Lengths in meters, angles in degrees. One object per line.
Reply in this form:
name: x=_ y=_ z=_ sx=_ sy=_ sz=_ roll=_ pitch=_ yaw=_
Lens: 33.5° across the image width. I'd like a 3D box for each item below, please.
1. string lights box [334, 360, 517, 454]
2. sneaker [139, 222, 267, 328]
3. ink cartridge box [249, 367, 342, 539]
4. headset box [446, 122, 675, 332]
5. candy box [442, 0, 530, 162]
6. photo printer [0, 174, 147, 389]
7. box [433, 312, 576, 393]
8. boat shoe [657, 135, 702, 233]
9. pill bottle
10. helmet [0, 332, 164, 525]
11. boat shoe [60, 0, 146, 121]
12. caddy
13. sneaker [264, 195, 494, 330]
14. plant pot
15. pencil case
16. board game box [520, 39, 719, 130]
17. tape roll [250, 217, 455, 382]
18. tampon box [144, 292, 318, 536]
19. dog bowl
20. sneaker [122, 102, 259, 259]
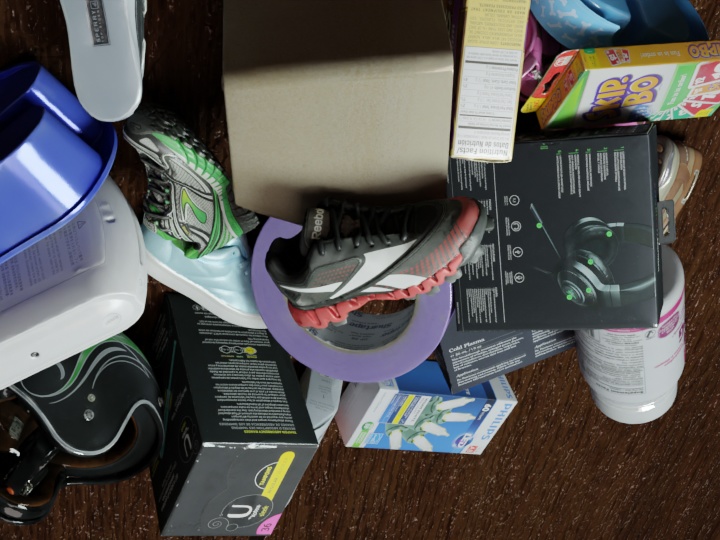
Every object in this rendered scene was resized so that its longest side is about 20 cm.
string lights box: x=0.079 y=0.164 z=1.449 sx=0.198 sy=0.059 sz=0.103 roll=8 pitch=129 yaw=-29
sneaker: x=-0.129 y=-0.006 z=1.179 sx=0.199 sy=0.074 sz=0.082 roll=26 pitch=125 yaw=-39
ink cartridge box: x=-0.071 y=0.220 z=1.341 sx=0.050 sy=0.201 sz=0.163 roll=18 pitch=127 yaw=-12
headset box: x=0.185 y=-0.040 z=1.093 sx=0.198 sy=0.093 sz=0.176 roll=-3 pitch=101 yaw=18
candy box: x=0.099 y=-0.201 z=0.985 sx=0.056 sy=0.117 sz=0.203 roll=4 pitch=107 yaw=-8
photo printer: x=-0.285 y=0.004 z=1.058 sx=0.198 sy=0.167 sz=0.070 roll=-26 pitch=145 yaw=3
box: x=0.160 y=0.011 z=1.293 sx=0.198 sy=0.105 sz=0.183 roll=-20 pitch=139 yaw=-3
boat shoe: x=0.313 y=-0.056 z=1.313 sx=0.071 sy=0.076 sz=0.201 roll=1 pitch=134 yaw=-26
pill bottle: x=0.279 y=0.065 z=1.237 sx=0.112 sy=0.114 sz=0.201 roll=-20 pitch=139 yaw=-2
helmet: x=-0.292 y=0.133 z=1.166 sx=0.201 sy=0.200 sz=0.191 roll=-53 pitch=172 yaw=30
boat shoe: x=-0.197 y=-0.222 z=0.936 sx=0.073 sy=0.068 sz=0.202 roll=-7 pitch=112 yaw=0
caddy: x=-0.296 y=-0.075 z=0.991 sx=0.199 sy=0.142 sz=0.105 roll=-29 pitch=134 yaw=9
sneaker: x=0.006 y=-0.019 z=0.952 sx=0.199 sy=0.071 sz=0.098 roll=-21 pitch=131 yaw=29
plant pot: x=-0.025 y=-0.149 z=1.001 sx=0.175 sy=0.201 sz=0.201 roll=-4 pitch=136 yaw=-3
pencil case: x=0.193 y=-0.173 z=1.126 sx=0.199 sy=0.094 sz=0.091 roll=20 pitch=106 yaw=-39
board game box: x=0.246 y=-0.164 z=1.052 sx=0.198 sy=0.030 sz=0.096 roll=-5 pitch=156 yaw=-18
tape roll: x=0.000 y=0.000 z=1.154 sx=0.197 sy=0.085 sz=0.202 roll=6 pitch=115 yaw=14
tampon box: x=-0.144 y=0.149 z=1.237 sx=0.125 sy=0.201 sz=0.151 roll=5 pitch=132 yaw=-27
dog bowl: x=0.229 y=-0.233 z=1.076 sx=0.198 sy=0.113 sz=0.050 roll=13 pitch=141 yaw=-32
sneaker: x=-0.155 y=-0.068 z=1.036 sx=0.085 sy=0.078 sz=0.200 roll=-39 pitch=148 yaw=-6
